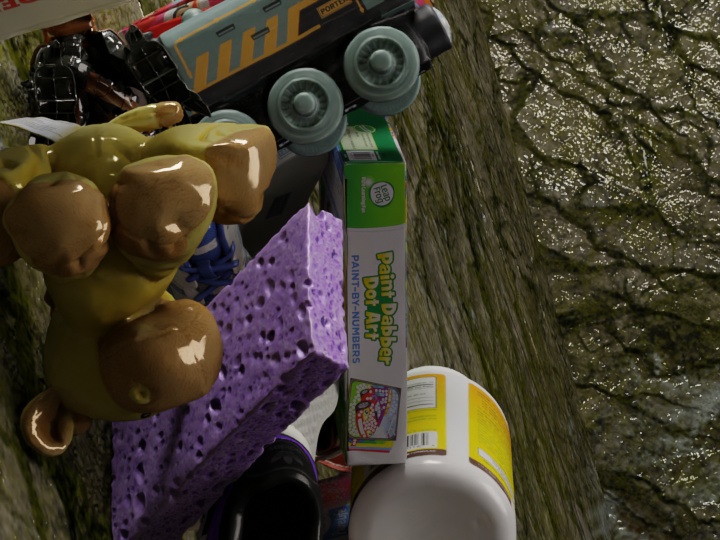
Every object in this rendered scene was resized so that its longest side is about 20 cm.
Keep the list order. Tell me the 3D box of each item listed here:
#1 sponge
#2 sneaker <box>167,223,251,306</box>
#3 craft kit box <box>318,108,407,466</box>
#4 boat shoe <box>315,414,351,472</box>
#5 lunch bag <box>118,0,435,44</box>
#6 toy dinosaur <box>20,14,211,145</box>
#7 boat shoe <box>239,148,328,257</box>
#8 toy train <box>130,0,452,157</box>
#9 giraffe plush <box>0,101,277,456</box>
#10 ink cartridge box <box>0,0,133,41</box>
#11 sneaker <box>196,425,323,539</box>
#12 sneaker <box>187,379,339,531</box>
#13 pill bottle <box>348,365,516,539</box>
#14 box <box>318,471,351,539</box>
[{"bbox_3d":[-0.074,0.065,1.488,0.030,0.200,0.112,25,38,-27],"label":"sponge"},{"bbox_3d":[-0.102,-0.003,1.688,0.088,0.075,0.201,173,-109,-88],"label":"sneaker"},{"bbox_3d":[0.000,0.000,1.743,0.200,0.048,0.199,-107,-162,-72],"label":"craft kit box"},{"bbox_3d":[-0.037,0.100,1.888,0.200,0.071,0.063,50,12,-53],"label":"boat shoe"},{"bbox_3d":[-0.063,-0.157,1.760,0.176,0.199,0.082,-12,87,-44],"label":"lunch bag"},{"bbox_3d":[-0.163,-0.105,1.563,0.200,0.102,0.136,56,-6,-19],"label":"toy dinosaur"},{"bbox_3d":[-0.075,-0.063,1.775,0.072,0.070,0.201,63,-26,15],"label":"boat shoe"},{"bbox_3d":[-0.047,-0.125,1.622,0.114,0.199,0.085,62,1,6],"label":"toy train"},{"bbox_3d":[-0.131,0.011,1.415,0.200,0.172,0.163,-151,-129,-64],"label":"giraffe plush"},{"bbox_3d":[-0.191,-0.223,1.367,0.085,0.144,0.200,-94,164,-45],"label":"ink cartridge box"},{"bbox_3d":[-0.062,0.188,1.482,0.100,0.069,0.201,-145,-117,-74],"label":"sneaker"},{"bbox_3d":[-0.076,0.086,1.624,0.201,0.104,0.076,-77,149,-56],"label":"sneaker"},{"bbox_3d":[0.048,0.137,1.790,0.200,0.109,0.110,-85,157,-69],"label":"pill bottle"},{"bbox_3d":[0.005,0.220,1.889,0.200,0.095,0.100,-72,145,-70],"label":"box"}]
